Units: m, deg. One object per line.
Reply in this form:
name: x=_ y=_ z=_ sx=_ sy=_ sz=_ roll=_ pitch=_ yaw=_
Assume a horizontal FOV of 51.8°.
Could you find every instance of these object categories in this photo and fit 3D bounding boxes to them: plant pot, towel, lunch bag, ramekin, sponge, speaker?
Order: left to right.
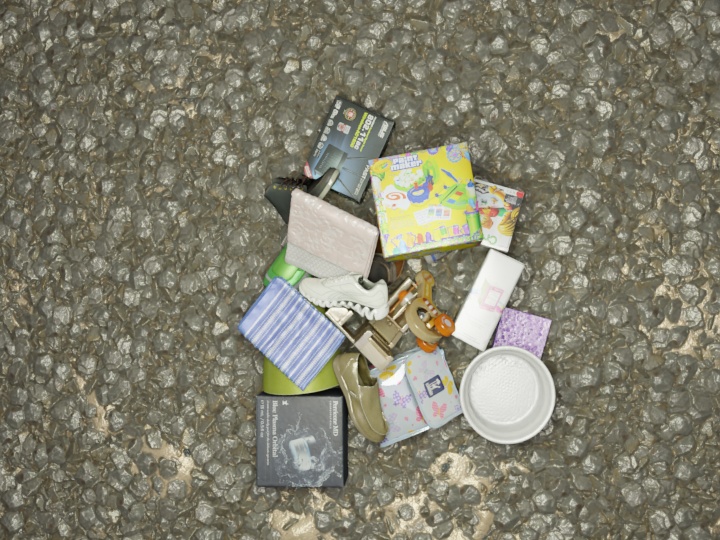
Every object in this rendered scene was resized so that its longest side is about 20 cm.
towel: x=-0.144 y=0.125 z=1.521 sx=0.199 sy=0.024 sz=0.145 roll=40 pitch=90 yaw=15
plant pot: x=-0.132 y=0.145 z=1.603 sx=0.183 sy=0.187 sz=0.204 roll=-6 pitch=95 yaw=6
speaker: x=-0.133 y=-0.033 z=1.671 sx=0.088 sy=0.088 sz=0.201 roll=36 pitch=92 yaw=5
towel: x=-0.066 y=-0.054 z=1.541 sx=0.198 sy=0.032 sz=0.193 roll=26 pitch=133 yaw=13
lunch bag: x=0.108 y=0.265 z=1.617 sx=0.197 sy=0.127 sz=0.172 roll=-20 pitch=90 yaw=5
ramekin: x=0.308 y=0.258 z=1.582 sx=0.196 sy=0.098 sz=0.205 roll=0 pitch=90 yaw=5
sponge: x=0.342 y=0.190 z=1.644 sx=0.110 sy=0.030 sz=0.204 roll=16 pitch=91 yaw=6

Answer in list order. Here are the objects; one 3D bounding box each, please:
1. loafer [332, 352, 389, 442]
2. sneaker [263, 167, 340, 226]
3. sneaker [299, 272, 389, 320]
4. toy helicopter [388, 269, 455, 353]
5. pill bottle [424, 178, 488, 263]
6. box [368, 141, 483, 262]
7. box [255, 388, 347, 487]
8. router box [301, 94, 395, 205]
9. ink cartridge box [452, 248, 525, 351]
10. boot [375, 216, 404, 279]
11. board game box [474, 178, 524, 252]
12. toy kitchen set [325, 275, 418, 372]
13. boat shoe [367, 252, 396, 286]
loafer: x=0.008 y=0.260 z=1.540 sx=0.067 sy=0.076 sz=0.202 roll=-29 pitch=88 yaw=31
sneaker: x=-0.134 y=-0.182 z=1.631 sx=0.106 sy=0.075 sz=0.199 roll=44 pitch=129 yaw=-9
sneaker: x=-0.032 y=0.037 z=1.527 sx=0.196 sy=0.075 sz=0.082 roll=12 pitch=121 yaw=15
toy helicopter: x=0.127 y=0.067 z=1.574 sx=0.131 sy=0.202 sz=0.079 roll=30 pitch=126 yaw=-18
pill bottle: x=0.208 y=-0.110 z=1.623 sx=0.198 sy=0.114 sz=0.115 roll=-29 pitch=86 yaw=4
box: x=0.129 y=-0.132 z=1.476 sx=0.196 sy=0.122 sz=0.197 roll=-9 pitch=85 yaw=4
box: x=-0.127 y=0.368 z=1.646 sx=0.196 sy=0.117 sz=0.201 roll=-1 pitch=89 yaw=5
router box: x=-0.026 y=-0.271 z=1.676 sx=0.148 sy=0.062 sz=0.203 roll=24 pitch=91 yaw=5
ink cartridge box: x=0.271 y=0.061 z=1.597 sx=0.084 sy=0.144 sz=0.203 roll=27 pitch=92 yaw=7
boot: x=0.066 y=-0.074 z=1.615 sx=0.075 sy=0.155 sz=0.204 roll=11 pitch=90 yaw=5
board game box: x=0.228 y=-0.126 z=1.546 sx=0.196 sy=0.035 sz=0.129 roll=16 pitch=89 yaw=7
toy kitchen set: x=0.042 y=0.082 z=1.583 sx=0.163 sy=0.200 sz=0.181 roll=44 pitch=93 yaw=-2
boat shoe: x=0.000 y=0.000 z=1.609 sx=0.072 sy=0.199 sz=0.076 roll=-16 pitch=106 yaw=-35
